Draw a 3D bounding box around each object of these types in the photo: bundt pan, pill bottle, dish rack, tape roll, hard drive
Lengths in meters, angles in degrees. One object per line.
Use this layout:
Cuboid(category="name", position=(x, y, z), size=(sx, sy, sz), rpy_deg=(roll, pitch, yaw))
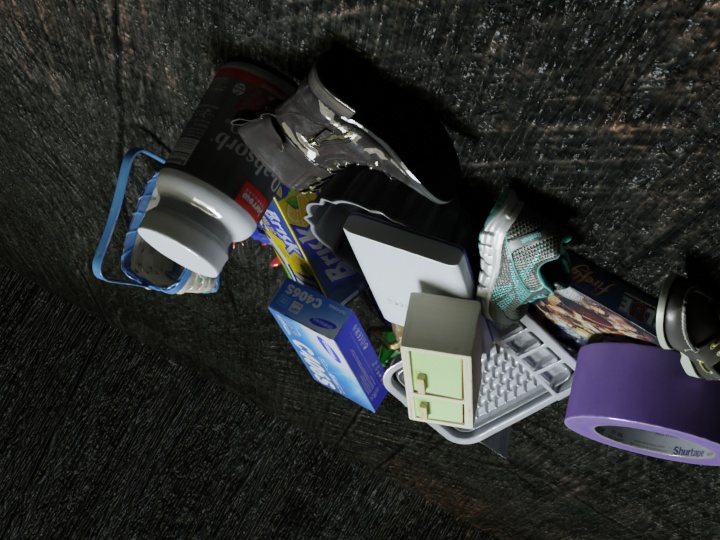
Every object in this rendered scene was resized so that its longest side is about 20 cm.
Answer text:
Cuboid(category="bundt pan", position=(0.043, -0.049, 1.561), size=(0.200, 0.076, 0.202), rpy_deg=(25, 161, 9))
Cuboid(category="pill bottle", position=(-0.139, -0.102, 1.492), size=(0.115, 0.201, 0.116), rpy_deg=(26, 166, 7))
Cuboid(category="dish rack", position=(0.143, 0.112, 1.687), size=(0.199, 0.044, 0.171), rpy_deg=(-32, 126, 27))
Cuboid(category="tape roll", position=(0.328, 0.148, 1.593), size=(0.198, 0.086, 0.200), rpy_deg=(14, 167, 3))
Cuboid(category="hard drive", position=(0.064, 0.016, 1.534), size=(0.131, 0.026, 0.200), rpy_deg=(19, 157, 23))

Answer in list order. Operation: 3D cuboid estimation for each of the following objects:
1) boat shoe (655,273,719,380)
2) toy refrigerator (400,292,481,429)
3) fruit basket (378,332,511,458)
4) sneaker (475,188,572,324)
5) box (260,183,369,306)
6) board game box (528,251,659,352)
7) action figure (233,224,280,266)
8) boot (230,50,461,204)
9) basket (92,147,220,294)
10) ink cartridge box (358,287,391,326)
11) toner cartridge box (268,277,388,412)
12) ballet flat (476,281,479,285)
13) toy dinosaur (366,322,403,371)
Cuboid(category="boat shoe", position=(0.335, 0.058, 1.406), size=(0.060, 0.072, 0.201), rpy_deg=(15, 167, 30))
Cuboid(category="toy refrigerator", position=(0.088, 0.102, 1.554), size=(0.075, 0.071, 0.200), rpy_deg=(8, 154, 8))
Cuboid(category="fruit basket", position=(0.115, 0.133, 1.889), size=(0.199, 0.186, 0.094), rpy_deg=(36, 127, -19))
Cuboid(category="sneaker", position=(0.169, 0.005, 1.465), size=(0.091, 0.078, 0.201), rpy_deg=(26, 156, 19))
Cuboid(category="box", position=(-0.064, -0.051, 1.644), size=(0.064, 0.070, 0.201), rpy_deg=(10, 132, 54))
Cuboid(category="board game box", position=(0.251, 0.048, 1.590), size=(0.135, 0.035, 0.200), rpy_deg=(29, 166, 0))
Cuboid(category="action figure", position=(-0.159, -0.072, 1.915), size=(0.200, 0.051, 0.066), rpy_deg=(51, -163, -52))
Cuboid(category="boot", position=(-0.014, -0.114, 1.396), size=(0.200, 0.069, 0.174), rpy_deg=(42, 144, -10))
Cuboid(category="basket", position=(-0.262, -0.059, 1.948), size=(0.138, 0.178, 0.199), rpy_deg=(18, -179, 42))
Cuboid(category="ink cartridge box", position=(0.000, 0.000, 1.758), size=(0.200, 0.039, 0.100), rpy_deg=(43, 168, 34))
Cuboid(category="toner cartridge box", position=(-0.032, 0.088, 1.670), size=(0.094, 0.043, 0.200), rpy_deg=(25, 161, 26))
Cuboid(category="ballet flat", position=(0.186, 0.070, 1.726), size=(0.062, 0.068, 0.199), rpy_deg=(38, -176, 43))
Cuboid(category="toy dinosaur", position=(0.075, 0.091, 1.724), size=(0.101, 0.059, 0.199), rpy_deg=(-22, 139, 39))
